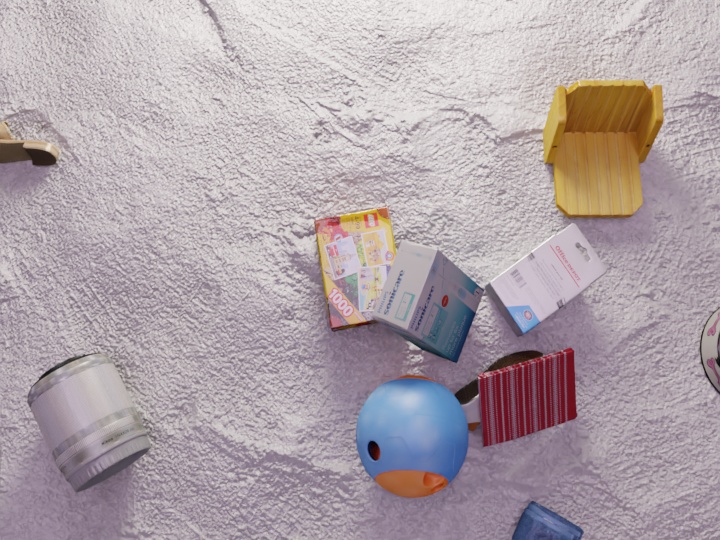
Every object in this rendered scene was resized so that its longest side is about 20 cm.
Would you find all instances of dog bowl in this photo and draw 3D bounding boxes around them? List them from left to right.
[{"bbox_3d":[0.733,0.148,1.344,0.194,0.074,0.207,0,81,1],"label":"dog bowl"}]

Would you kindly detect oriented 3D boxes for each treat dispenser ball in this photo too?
[{"bbox_3d":[0.089,0.285,1.268,0.194,0.201,0.207,0,80,1],"label":"treat dispenser ball"}]

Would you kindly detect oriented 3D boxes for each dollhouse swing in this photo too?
[{"bbox_3d":[0.457,-0.223,1.374,0.194,0.183,0.180,1,60,1],"label":"dollhouse swing"}]

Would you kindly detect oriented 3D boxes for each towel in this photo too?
[{"bbox_3d":[0.301,0.227,1.318,0.194,0.022,0.149,-13,110,-13],"label":"towel"},{"bbox_3d":[0.306,0.525,1.300,0.110,0.049,0.204,27,82,6],"label":"towel"}]

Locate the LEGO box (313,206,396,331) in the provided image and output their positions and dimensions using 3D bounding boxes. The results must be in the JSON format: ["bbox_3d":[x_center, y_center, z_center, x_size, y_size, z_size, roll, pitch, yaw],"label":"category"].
[{"bbox_3d":[0.000,0.000,1.382,0.144,0.077,0.206,-10,80,0],"label":"LEGO box"}]

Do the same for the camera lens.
[{"bbox_3d":[-0.482,0.263,1.304,0.157,0.160,0.203,-30,81,-4],"label":"camera lens"}]

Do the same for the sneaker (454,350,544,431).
[{"bbox_3d":[0.261,0.222,1.355,0.197,0.073,0.086,-29,114,-11],"label":"sneaker"}]

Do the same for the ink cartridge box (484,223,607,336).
[{"bbox_3d":[0.346,0.018,1.377,0.198,0.067,0.117,-34,81,-4],"label":"ink cartridge box"}]

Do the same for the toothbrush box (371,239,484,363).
[{"bbox_3d":[0.124,0.057,1.304,0.084,0.199,0.150,15,77,40],"label":"toothbrush box"}]

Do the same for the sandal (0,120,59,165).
[{"bbox_3d":[-0.698,-0.260,1.456,0.205,0.078,0.071,6,60,-4],"label":"sandal"}]
